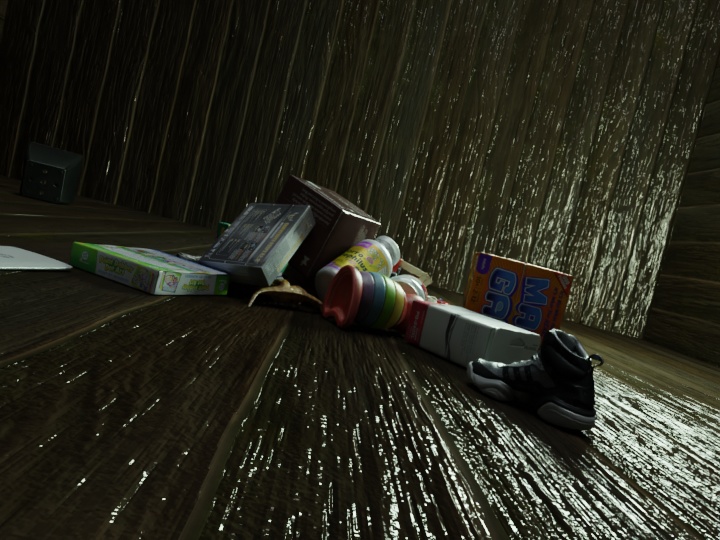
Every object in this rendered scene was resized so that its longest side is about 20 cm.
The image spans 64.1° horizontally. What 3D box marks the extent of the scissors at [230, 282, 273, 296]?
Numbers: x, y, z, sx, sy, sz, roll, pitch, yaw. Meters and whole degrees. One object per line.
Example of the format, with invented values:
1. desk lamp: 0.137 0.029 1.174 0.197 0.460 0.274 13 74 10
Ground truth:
1. scissors: -0.259 0.029 1.252 0.197 0.014 0.073 13 11 18

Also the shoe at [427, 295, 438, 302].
1. shoe: 0.216 0.103 1.700 0.069 0.054 0.200 15 3 17

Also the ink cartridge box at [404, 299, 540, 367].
1. ink cartridge box: 0.200 0.122 1.046 0.144 0.085 0.199 12 4 -38

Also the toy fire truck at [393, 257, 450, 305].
1. toy fire truck: 0.138 0.053 1.437 0.196 0.144 0.049 14 3 4

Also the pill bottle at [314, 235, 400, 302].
1. pill bottle: 0.000 0.000 1.246 0.103 0.106 0.199 16 38 36

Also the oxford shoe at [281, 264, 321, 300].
1. oxford shoe: -0.122 0.040 1.321 0.072 0.073 0.200 53 -5 -36

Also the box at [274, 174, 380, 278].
1. box: -0.089 -0.088 1.301 0.165 0.166 0.199 36 11 24

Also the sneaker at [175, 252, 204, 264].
1. sneaker: -0.295 -0.024 1.222 0.197 0.087 0.078 2 13 -32

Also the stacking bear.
1. stacking bear: 0.044 0.069 1.125 0.197 0.116 0.121 18 1 -27

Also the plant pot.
1. plant pot: -1.207 -0.358 2.222 0.196 0.203 0.178 13 16 -22

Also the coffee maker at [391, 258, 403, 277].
1. coffee maker: -0.006 0.008 1.591 0.198 0.194 0.135 31 10 0

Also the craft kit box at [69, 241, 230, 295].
1. craft kit box: -0.368 -0.002 1.027 0.197 0.049 0.197 16 1 23

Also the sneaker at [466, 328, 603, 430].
1. sneaker: 0.239 0.131 0.791 0.075 0.116 0.199 11 4 -41

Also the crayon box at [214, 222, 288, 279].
1. crayon box: -0.260 -0.037 1.411 0.198 0.121 0.058 12 3 -38

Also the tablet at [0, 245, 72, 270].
1. tablet: -0.543 -0.021 0.847 0.128 0.014 0.200 16 4 13

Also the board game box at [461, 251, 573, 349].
1. board game box: 0.330 0.081 1.282 0.196 0.204 0.200 14 4 8

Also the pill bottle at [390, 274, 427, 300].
1. pill bottle: 0.095 0.066 1.305 0.108 0.112 0.200 14 3 9

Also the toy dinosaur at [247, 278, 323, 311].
1. toy dinosaur: -0.153 0.040 1.114 0.198 0.061 0.105 11 6 -43

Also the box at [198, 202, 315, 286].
1. box: -0.203 -0.058 1.149 0.156 0.049 0.201 6 43 26
